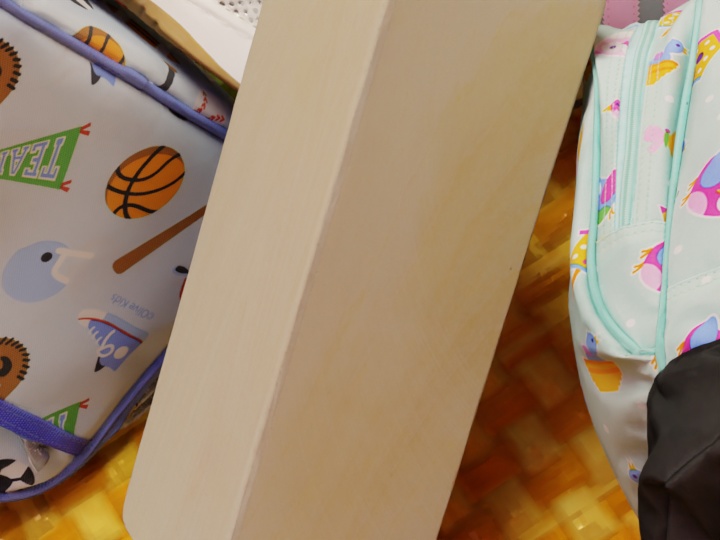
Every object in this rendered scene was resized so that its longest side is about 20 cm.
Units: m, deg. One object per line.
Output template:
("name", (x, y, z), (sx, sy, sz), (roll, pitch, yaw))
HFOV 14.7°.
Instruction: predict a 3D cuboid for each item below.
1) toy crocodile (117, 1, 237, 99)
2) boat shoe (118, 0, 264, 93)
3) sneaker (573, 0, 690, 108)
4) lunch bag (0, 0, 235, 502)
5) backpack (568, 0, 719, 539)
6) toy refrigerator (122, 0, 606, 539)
("toy crocodile", (-0.078, -0.074, 0.924), (0.200, 0.062, 0.068), (-16, 55, 10))
("boat shoe", (-0.060, -0.114, 0.799), (0.069, 0.200, 0.071), (-54, 14, 10))
("sneaker", (0.070, -0.094, 0.817), (0.200, 0.082, 0.070), (-24, 60, 45))
("lunch bag", (-0.121, -0.014, 0.818), (0.160, 0.200, 0.076), (-48, 48, 8))
("backpack", (0.121, 0.004, 0.721), (0.126, 0.167, 0.200), (-6, 47, 12))
("toy refrigerator", (0.000, 0.000, 0.769), (0.076, 0.070, 0.200), (46, 123, 58))
